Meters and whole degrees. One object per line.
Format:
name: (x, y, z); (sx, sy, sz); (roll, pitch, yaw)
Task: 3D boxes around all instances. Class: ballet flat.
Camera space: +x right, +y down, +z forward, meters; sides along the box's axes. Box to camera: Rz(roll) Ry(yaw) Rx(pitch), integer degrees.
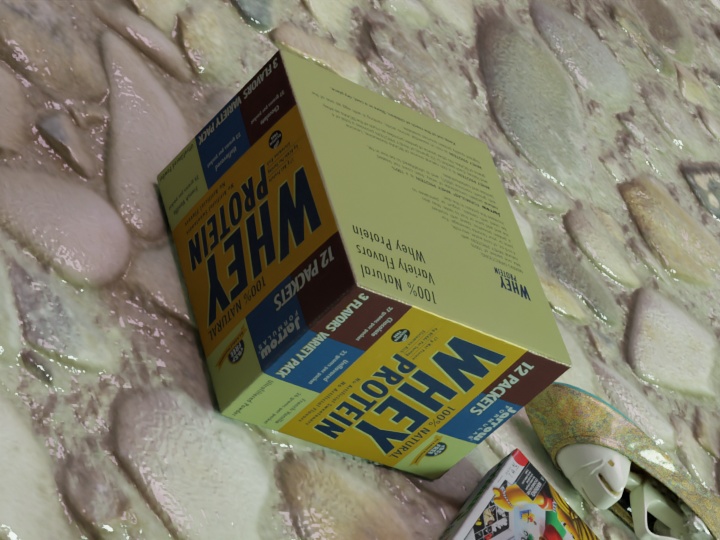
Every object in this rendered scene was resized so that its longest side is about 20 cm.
ballet flat: (0.195, 0.156, 1.616); (0.200, 0.071, 0.071); (38, 30, -16)

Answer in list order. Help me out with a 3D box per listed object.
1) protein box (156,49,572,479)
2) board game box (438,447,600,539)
protein box: (0.000, 0.000, 1.469); (0.198, 0.135, 0.201); (21, 38, -40)
board game box: (0.104, 0.208, 1.454); (0.126, 0.035, 0.200); (48, 29, -1)
